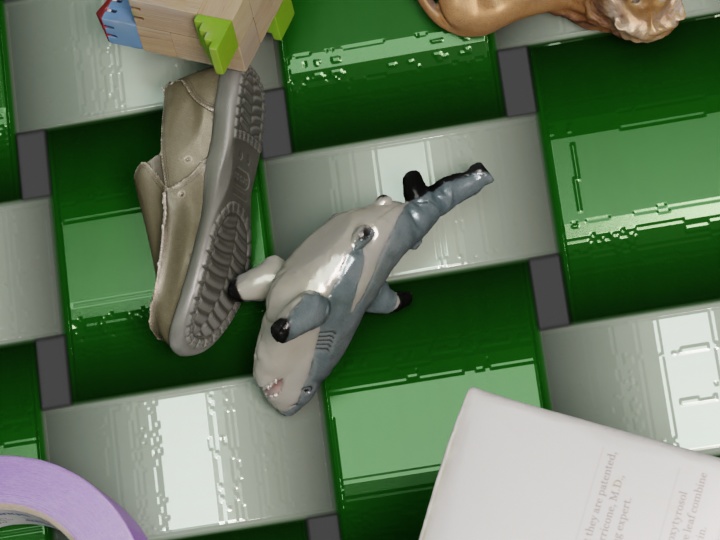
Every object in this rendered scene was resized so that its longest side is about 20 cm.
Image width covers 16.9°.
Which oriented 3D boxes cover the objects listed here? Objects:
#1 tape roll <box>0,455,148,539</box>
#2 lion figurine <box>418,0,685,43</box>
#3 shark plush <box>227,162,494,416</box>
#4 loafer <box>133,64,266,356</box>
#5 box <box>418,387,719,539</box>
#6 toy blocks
[{"bbox_3d":[-0.224,0.221,1.534,0.199,0.066,0.201,-2,74,8],"label":"tape roll"},{"bbox_3d":[0.111,-0.194,1.601,0.199,0.072,0.123,-13,86,19],"label":"lion figurine"},{"bbox_3d":[0.000,0.000,1.567,0.200,0.083,0.091,-48,31,-16],"label":"shark plush"},{"bbox_3d":[-0.111,-0.041,1.590,0.069,0.075,0.201,3,70,20],"label":"loafer"},{"bbox_3d":[0.121,0.202,1.419,0.171,0.199,0.201,15,76,12],"label":"box"},{"bbox_3d":[-0.113,-0.216,1.610,0.136,0.100,0.201,13,58,18],"label":"toy blocks"}]
